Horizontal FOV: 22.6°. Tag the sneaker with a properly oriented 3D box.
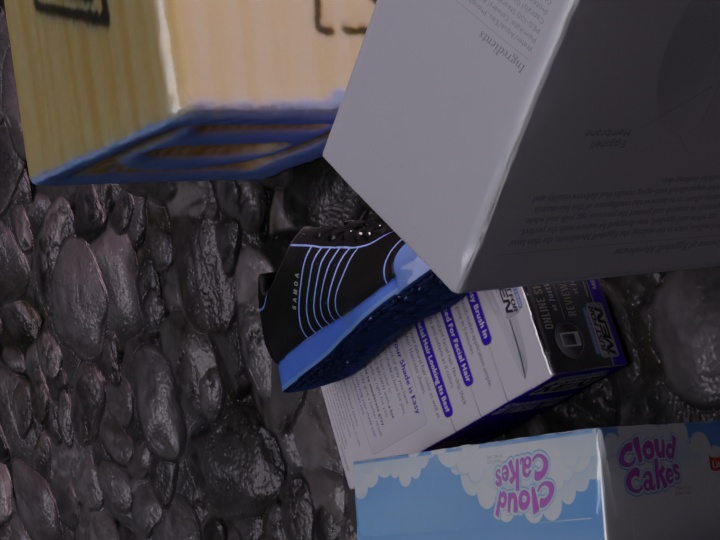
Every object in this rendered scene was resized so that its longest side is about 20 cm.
[{"bbox_3d":[0.000,0.000,1.008,0.200,0.070,0.078,-37,68,47],"label":"sneaker"}]

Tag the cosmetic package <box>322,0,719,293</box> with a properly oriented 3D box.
[{"bbox_3d":[0.116,-0.109,0.842,0.123,0.198,0.201,45,126,39],"label":"cosmetic package"}]

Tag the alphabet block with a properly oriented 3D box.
[{"bbox_3d":[-0.097,-0.171,1.117,0.196,0.194,0.202,-15,81,49],"label":"alphabet block"}]

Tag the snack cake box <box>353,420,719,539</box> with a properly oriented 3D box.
[{"bbox_3d":[0.099,0.123,0.951,0.199,0.114,0.068,-16,75,51],"label":"snack cake box"}]

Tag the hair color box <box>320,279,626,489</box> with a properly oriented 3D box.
[{"bbox_3d":[0.055,0.043,1.047,0.200,0.064,0.110,-36,65,49],"label":"hair color box"}]
